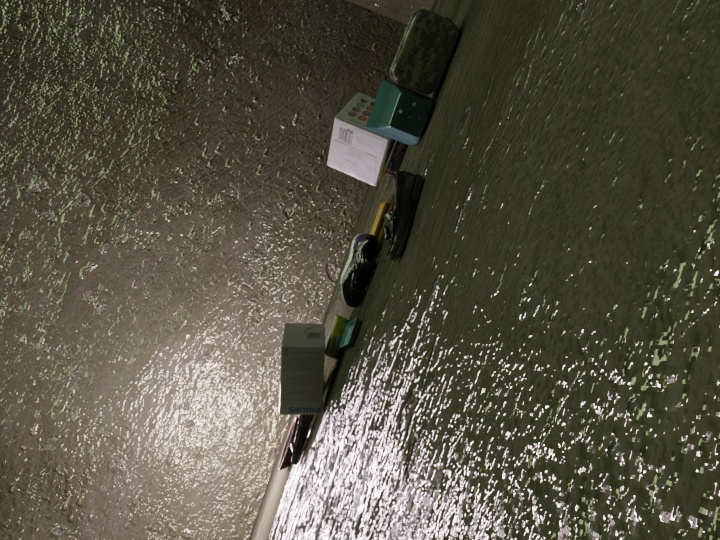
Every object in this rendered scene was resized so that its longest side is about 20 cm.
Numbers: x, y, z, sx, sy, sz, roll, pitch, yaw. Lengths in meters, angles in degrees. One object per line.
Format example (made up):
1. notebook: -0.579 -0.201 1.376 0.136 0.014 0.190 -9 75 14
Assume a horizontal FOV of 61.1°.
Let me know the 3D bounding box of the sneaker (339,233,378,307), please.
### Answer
1. sneaker: 0.000 0.000 1.631 0.087 0.075 0.203 5 85 65

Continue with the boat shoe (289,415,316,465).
1. boat shoe: -0.184 0.493 1.852 0.067 0.056 0.202 -91 21 -77

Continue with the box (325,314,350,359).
1. box: -0.068 0.194 1.785 0.200 0.048 0.119 163 126 -83

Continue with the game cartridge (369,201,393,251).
1. game cartridge: 0.047 -0.114 1.786 0.200 0.032 0.179 -133 62 -84

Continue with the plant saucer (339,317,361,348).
1. plant saucer: -0.027 0.166 1.582 0.200 0.019 0.071 133 156 -77

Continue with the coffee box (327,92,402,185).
1. coffee box: 0.023 -0.456 2.115 0.198 0.198 0.201 -56 -13 -42

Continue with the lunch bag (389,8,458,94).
1. lunch bag: 0.167 -0.577 1.604 0.168 0.138 0.202 -84 15 -70

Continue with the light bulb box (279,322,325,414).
1. light bulb box: -0.165 0.276 1.741 0.198 0.123 0.203 -104 17 -75

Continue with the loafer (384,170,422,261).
1. loafer: 0.074 -0.114 1.250 0.072 0.062 0.202 119 169 -65

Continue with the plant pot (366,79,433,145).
1. plant pot: 0.113 -0.419 1.637 0.200 0.140 0.143 -112 41 -72

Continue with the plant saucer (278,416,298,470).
1. plant saucer: -0.255 0.640 2.251 0.200 0.034 0.203 -161 89 -86

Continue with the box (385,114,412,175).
1. box: 0.133 -0.420 1.994 0.137 0.037 0.202 -81 11 -68

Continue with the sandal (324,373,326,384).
1. sandal: -0.156 0.406 1.921 0.083 0.049 0.205 -84 14 -72
